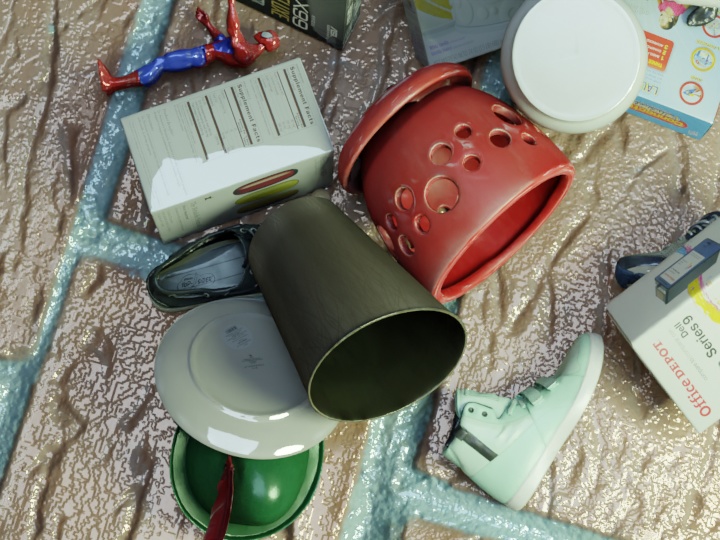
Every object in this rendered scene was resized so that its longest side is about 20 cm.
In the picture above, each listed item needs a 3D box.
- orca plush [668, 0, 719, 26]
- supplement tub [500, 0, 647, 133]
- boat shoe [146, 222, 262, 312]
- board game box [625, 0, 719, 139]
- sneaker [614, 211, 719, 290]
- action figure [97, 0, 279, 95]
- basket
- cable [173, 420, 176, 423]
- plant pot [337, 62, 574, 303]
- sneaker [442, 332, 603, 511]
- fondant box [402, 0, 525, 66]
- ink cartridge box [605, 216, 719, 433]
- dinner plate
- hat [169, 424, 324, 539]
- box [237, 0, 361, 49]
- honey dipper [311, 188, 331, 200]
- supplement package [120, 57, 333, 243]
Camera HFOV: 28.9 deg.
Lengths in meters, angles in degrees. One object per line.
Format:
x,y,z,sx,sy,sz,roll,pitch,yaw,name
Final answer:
0.340,-0.319,1.511,0.197,0.071,0.106,-19,122,4,orca plush
0.212,-0.212,1.403,0.142,0.200,0.148,1,96,6,supplement tub
-0.131,-0.012,1.465,0.196,0.066,0.076,-13,76,-5,boat shoe
0.321,-0.274,1.546,0.197,0.056,0.198,22,77,3,board game box
0.361,-0.016,1.485,0.197,0.077,0.087,-1,70,-11,sneaker
-0.188,-0.256,1.517,0.197,0.065,0.101,-9,94,-4,action figure
-0.018,0.030,1.382,0.178,0.137,0.201,-8,42,-31,basket
-0.126,0.118,1.457,0.096,0.051,0.201,28,65,11,cable
0.092,-0.098,1.427,0.199,0.201,0.183,-37,75,-10,plant pot
0.164,0.129,1.433,0.117,0.074,0.202,32,80,-1,sneaker
0.111,-0.334,1.499,0.142,0.058,0.203,-19,114,-6,fondant box
0.369,0.042,1.403,0.199,0.088,0.146,-37,116,9,ink cartridge box
-0.106,0.099,1.392,0.197,0.024,0.202,9,45,-9,dinner plate
-0.088,0.202,1.335,0.163,0.176,0.203,14,87,-21,hat
-0.073,-0.327,1.473,0.156,0.200,0.050,26,73,4,box
0.000,0.000,1.485,0.038,0.038,0.202,-26,75,-7,honey dipper
-0.136,-0.124,1.467,0.197,0.114,0.111,-20,76,-6,supplement package
